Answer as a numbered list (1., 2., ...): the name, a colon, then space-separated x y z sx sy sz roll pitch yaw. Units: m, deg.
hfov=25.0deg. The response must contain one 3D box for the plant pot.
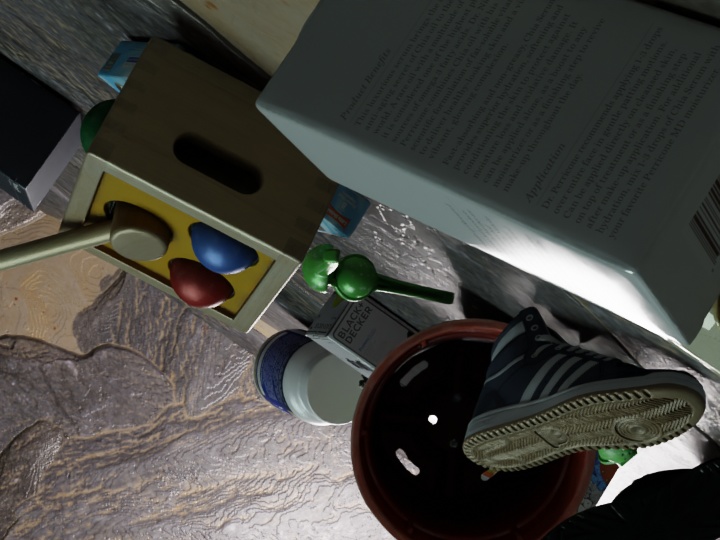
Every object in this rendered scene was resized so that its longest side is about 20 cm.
1. plant pot: 0.089 0.138 1.404 0.201 0.201 0.195 34 180 -1

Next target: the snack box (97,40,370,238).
1. snack box: -0.096 -0.099 1.227 0.200 0.037 0.116 38 169 -28

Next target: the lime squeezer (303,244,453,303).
1. lime squeezer: 0.000 0.000 1.264 0.070 0.038 0.200 -13 164 26

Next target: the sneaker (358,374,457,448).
1. sneaker: 0.090 0.171 1.940 0.200 0.078 0.085 38 -177 43

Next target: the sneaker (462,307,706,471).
1. sneaker: 0.164 0.075 1.178 0.200 0.109 0.070 -19 131 40

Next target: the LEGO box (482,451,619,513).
1. LEGO box: 0.170 0.239 1.726 0.077 0.149 0.200 35 172 -13

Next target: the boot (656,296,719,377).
1. boot: 0.177 0.011 0.743 0.155 0.072 0.200 35 172 10

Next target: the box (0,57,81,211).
1. box: -0.406 -0.167 1.771 0.182 0.104 0.200 36 171 -5

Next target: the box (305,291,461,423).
1. box: 0.047 0.100 1.712 0.200 0.060 0.117 35 171 -9

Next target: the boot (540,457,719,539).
1. boot: 0.222 0.217 1.327 0.077 0.200 0.168 63 173 10

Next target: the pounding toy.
1. pounding toy: -0.141 -0.043 1.130 0.200 0.142 0.184 27 154 -7

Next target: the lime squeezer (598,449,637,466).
1. lime squeezer: 0.213 0.146 1.434 0.071 0.038 0.200 31 172 16

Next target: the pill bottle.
1. pill bottle: -0.061 0.143 2.150 0.116 0.116 0.200 37 171 -19

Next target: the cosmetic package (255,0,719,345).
1. cosmetic package: 0.066 -0.060 0.653 0.200 0.102 0.071 28 170 37
